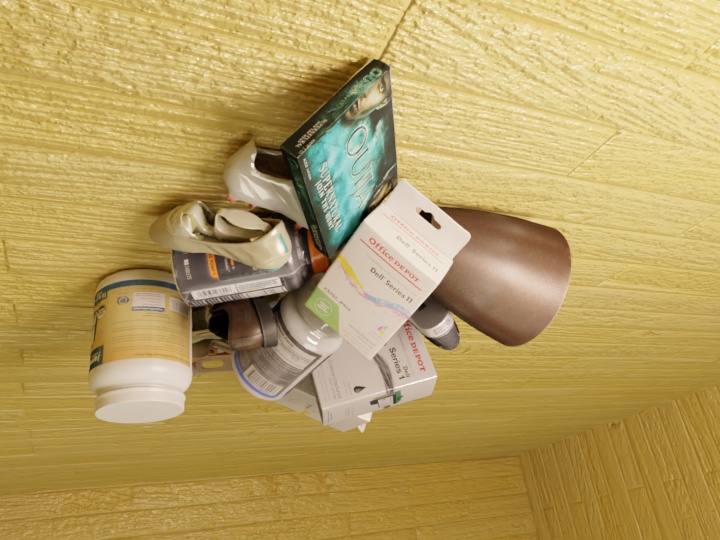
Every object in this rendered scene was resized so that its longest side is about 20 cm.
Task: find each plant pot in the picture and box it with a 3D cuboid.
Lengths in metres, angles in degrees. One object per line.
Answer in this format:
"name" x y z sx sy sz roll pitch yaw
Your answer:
"plant pot" 0.159 -0.010 0.827 0.199 0.188 0.187 21 144 -20

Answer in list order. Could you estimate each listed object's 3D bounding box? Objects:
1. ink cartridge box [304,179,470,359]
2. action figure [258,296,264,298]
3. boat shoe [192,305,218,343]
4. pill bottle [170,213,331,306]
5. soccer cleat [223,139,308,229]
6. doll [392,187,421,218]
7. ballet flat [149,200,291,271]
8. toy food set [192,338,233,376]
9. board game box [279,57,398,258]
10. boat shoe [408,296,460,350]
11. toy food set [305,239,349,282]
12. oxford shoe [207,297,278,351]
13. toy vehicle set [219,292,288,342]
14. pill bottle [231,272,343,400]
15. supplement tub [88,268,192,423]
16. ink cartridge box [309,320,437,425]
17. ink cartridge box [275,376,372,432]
"ink cartridge box" 0.030 0.002 0.711 0.200 0.117 0.067 -53 176 36
"action figure" -0.153 0.108 1.019 0.065 0.052 0.201 1 145 -9
"boat shoe" -0.262 0.077 0.967 0.199 0.074 0.063 -16 158 30
"pill bottle" -0.140 -0.019 0.775 0.198 0.107 0.106 -10 153 1
"soccer cleat" -0.068 -0.094 0.695 0.199 0.070 0.078 16 137 -38
"doll" 0.035 -0.024 0.769 0.048 0.136 0.201 -19 144 -44
"ballet flat" -0.176 -0.053 0.699 0.198 0.070 0.070 11 157 15
"toy food set" -0.319 0.174 1.107 0.142 0.061 0.200 -5 164 7
"board game box" -0.012 -0.111 0.627 0.135 0.028 0.200 -48 159 -15
"boat shoe" 0.107 0.068 0.934 0.070 0.200 0.066 -38 114 -4
"toy food set" 0.000 0.000 0.917 0.197 0.049 0.200 -25 149 28
"oxford shoe" -0.183 0.052 0.834 0.084 0.200 0.073 -13 114 -18
"toy vehicle set" -0.179 0.089 1.060 0.199 0.027 0.124 -25 149 29
"pill bottle" -0.097 0.100 0.876 0.113 0.114 0.200 18 129 -42
"supplement tub" -0.328 0.115 0.872 0.143 0.201 0.145 -7 153 -3
"ink cartridge box" 0.013 0.156 0.978 0.198 0.147 0.085 -14 149 -11
"ink cartridge box" -0.053 0.210 1.095 0.199 0.129 0.125 26 149 -13
